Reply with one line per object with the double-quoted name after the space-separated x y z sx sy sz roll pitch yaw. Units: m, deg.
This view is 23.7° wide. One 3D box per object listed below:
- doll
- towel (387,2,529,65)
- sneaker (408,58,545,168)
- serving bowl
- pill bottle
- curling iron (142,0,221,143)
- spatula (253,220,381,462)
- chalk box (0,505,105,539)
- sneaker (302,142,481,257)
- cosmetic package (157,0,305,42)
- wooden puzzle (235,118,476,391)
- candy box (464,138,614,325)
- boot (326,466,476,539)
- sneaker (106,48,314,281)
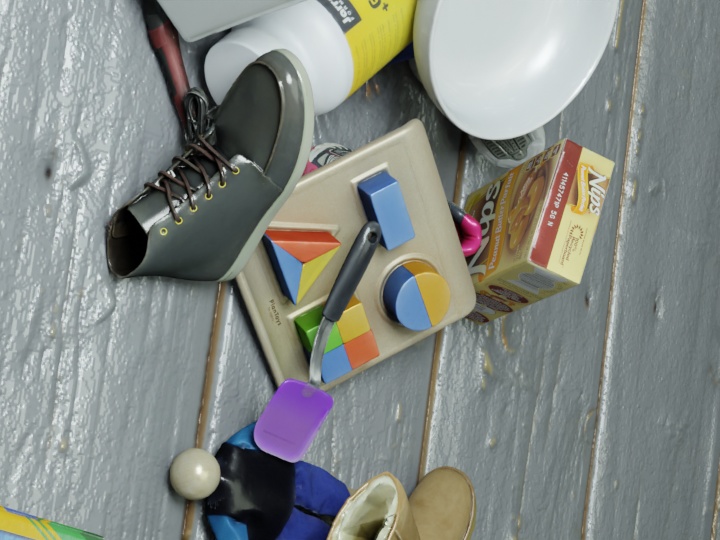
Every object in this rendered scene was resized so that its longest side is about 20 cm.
-0.076 0.187 1.374 0.200 0.048 0.138 31 68 -45 "doll"
0.051 -0.279 1.443 0.024 0.143 0.202 -75 150 -65 "towel"
0.103 -0.191 1.555 0.201 0.077 0.100 56 30 -27 "sneaker"
0.117 -0.211 1.394 0.199 0.066 0.202 -20 126 -29 "serving bowl"
-0.031 -0.192 1.359 0.200 0.111 0.113 -45 123 -38 "pill bottle"
-0.141 -0.185 1.288 0.025 0.049 0.202 -30 107 -47 "curling iron"
-0.028 0.053 1.352 0.056 0.020 0.202 25 84 -35 "spatula"
-0.285 0.198 1.082 0.199 0.124 0.125 30 70 -46 "chalk box"
0.024 -0.057 1.457 0.199 0.074 0.081 18 79 -46 "sneaker"
-0.088 -0.304 1.224 0.201 0.164 0.165 54 49 -22 "cosmetic package"
0.000 0.000 1.396 0.199 0.046 0.186 -30 120 -18 "wooden puzzle"
0.140 -0.030 1.498 0.055 0.200 0.116 25 71 -15 "candy box"
0.038 0.214 1.432 0.200 0.066 0.176 68 41 -60 "boot"
-0.109 -0.069 1.251 0.106 0.075 0.201 -7 131 -45 "sneaker"
